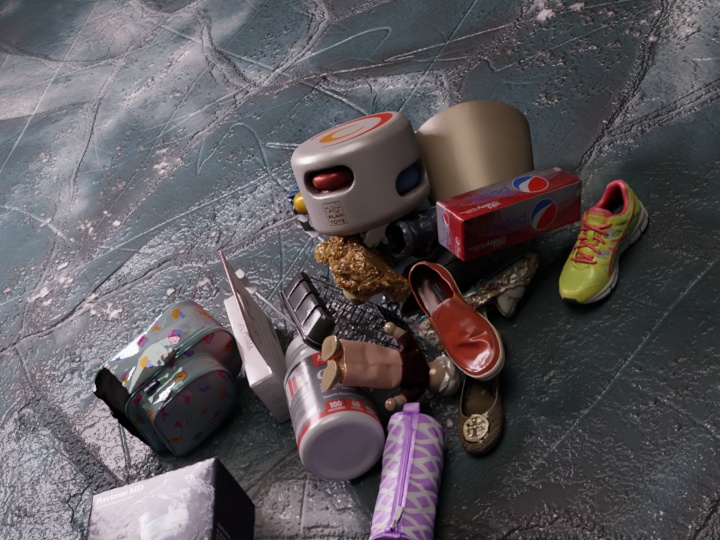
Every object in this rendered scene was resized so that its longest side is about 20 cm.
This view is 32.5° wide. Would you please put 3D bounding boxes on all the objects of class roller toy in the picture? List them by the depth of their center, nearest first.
[{"bbox_3d":[0.001,-0.132,1.766,0.198,0.141,0.182,-22,16,-7],"label":"roller toy"}]

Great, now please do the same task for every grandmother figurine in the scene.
[{"bbox_3d":[0.046,0.128,1.629,0.060,0.198,0.123,-26,56,59],"label":"grandmother figurine"}]

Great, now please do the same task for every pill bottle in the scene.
[{"bbox_3d":[-0.042,0.176,1.669,0.115,0.116,0.201,-26,38,4],"label":"pill bottle"}]

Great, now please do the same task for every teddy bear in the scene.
[{"bbox_3d":[0.000,0.000,1.746,0.067,0.144,0.200,-54,26,10],"label":"teddy bear"}]

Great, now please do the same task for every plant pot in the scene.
[{"bbox_3d":[0.179,-0.109,1.805,0.185,0.188,0.202,-19,55,13],"label":"plant pot"}]

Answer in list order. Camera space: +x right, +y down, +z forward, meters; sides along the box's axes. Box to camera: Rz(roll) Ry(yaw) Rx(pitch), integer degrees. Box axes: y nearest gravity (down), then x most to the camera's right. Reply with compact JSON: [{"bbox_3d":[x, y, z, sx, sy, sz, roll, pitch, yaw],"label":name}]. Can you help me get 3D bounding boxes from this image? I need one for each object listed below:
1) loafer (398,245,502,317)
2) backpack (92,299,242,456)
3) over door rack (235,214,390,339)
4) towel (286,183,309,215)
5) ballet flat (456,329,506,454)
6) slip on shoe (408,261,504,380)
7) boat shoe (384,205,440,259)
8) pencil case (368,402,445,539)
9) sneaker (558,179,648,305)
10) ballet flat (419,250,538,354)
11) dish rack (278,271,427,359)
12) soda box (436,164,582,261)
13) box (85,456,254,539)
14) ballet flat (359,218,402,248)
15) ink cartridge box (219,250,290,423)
[{"bbox_3d":[0.125,0.014,1.740,0.199,0.072,0.073,-32,33,52],"label":"loafer"},{"bbox_3d":[-0.261,0.153,1.788,0.152,0.176,0.200,29,68,29],"label":"backpack"},{"bbox_3d":[-0.069,0.029,1.866,0.148,0.067,0.200,-42,62,-13],"label":"over door rack"},{"bbox_3d":[-0.042,-0.131,1.960,0.110,0.049,0.200,5,17,9],"label":"towel"},{"bbox_3d":[0.159,0.151,1.629,0.067,0.047,0.202,-9,45,25],"label":"ballet flat"},{"bbox_3d":[0.122,0.065,1.640,0.074,0.061,0.201,-42,55,15],"label":"slip on shoe"},{"bbox_3d":[0.071,-0.050,1.792,0.090,0.072,0.200,-17,-5,-17],"label":"boat shoe"},{"bbox_3d":[0.057,0.271,1.538,0.083,0.086,0.201,-10,43,20],"label":"pencil case"},{"bbox_3d":[0.322,-0.042,1.695,0.077,0.091,0.201,11,57,37],"label":"sneaker"},{"bbox_3d":[0.174,0.051,1.722,0.199,0.076,0.064,-33,70,4],"label":"ballet flat"},{"bbox_3d":[-0.005,0.076,1.714,0.055,0.198,0.154,-58,30,16],"label":"dish rack"},{"bbox_3d":[0.202,-0.079,1.668,0.198,0.064,0.070,-19,33,-24],"label":"soda box"},{"bbox_3d":[-0.250,0.374,1.596,0.195,0.118,0.201,-19,40,14],"label":"box"},{"bbox_3d":[0.041,-0.092,1.931,0.073,0.073,0.201,17,63,42],"label":"ballet flat"},{"bbox_3d":[-0.159,0.094,1.780,0.044,0.177,0.201,-30,39,3],"label":"ink cartridge box"}]
